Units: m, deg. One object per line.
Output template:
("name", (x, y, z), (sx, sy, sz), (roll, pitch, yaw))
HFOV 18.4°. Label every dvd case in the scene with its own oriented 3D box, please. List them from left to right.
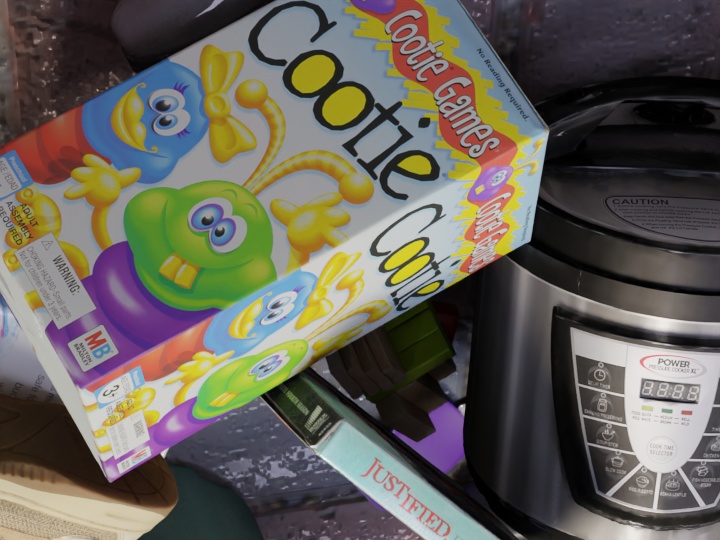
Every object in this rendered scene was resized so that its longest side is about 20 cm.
("dvd case", (0.013, 0.084, 0.942), (0.146, 0.200, 0.022), (39, 88, -19))

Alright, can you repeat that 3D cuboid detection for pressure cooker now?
("pressure cooker", (0.132, 0.011, 0.976), (0.175, 0.178, 0.202), (-18, 124, -38))

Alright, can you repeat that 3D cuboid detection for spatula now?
("spatula", (0.086, 0.059, 1.111), (0.199, 0.021, 0.057), (-30, 138, 8))

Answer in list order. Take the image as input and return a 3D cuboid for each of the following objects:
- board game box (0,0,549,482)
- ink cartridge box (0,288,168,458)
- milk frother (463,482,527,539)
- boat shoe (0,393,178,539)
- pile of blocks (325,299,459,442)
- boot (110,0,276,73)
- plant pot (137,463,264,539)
("board game box", (-0.039, -0.024, 0.861), (0.199, 0.103, 0.105), (-30, 160, -12))
("ink cartridge box", (-0.183, 0.042, 0.967), (0.198, 0.088, 0.146), (15, 124, -26))
("milk frother", (0.144, 0.192, 1.117), (0.179, 0.201, 0.189), (-22, 136, 6))
("boat shoe", (-0.168, 0.081, 0.898), (0.199, 0.072, 0.065), (25, 118, -34))
("pile of blocks", (0.000, 0.000, 0.992), (0.062, 0.082, 0.200), (-31, 131, 11))
("boot", (-0.044, -0.178, 0.847), (0.200, 0.070, 0.132), (-40, 127, 3))
("plant pot", (-0.101, 0.211, 1.062), (0.198, 0.197, 0.201), (-10, 132, -11))
